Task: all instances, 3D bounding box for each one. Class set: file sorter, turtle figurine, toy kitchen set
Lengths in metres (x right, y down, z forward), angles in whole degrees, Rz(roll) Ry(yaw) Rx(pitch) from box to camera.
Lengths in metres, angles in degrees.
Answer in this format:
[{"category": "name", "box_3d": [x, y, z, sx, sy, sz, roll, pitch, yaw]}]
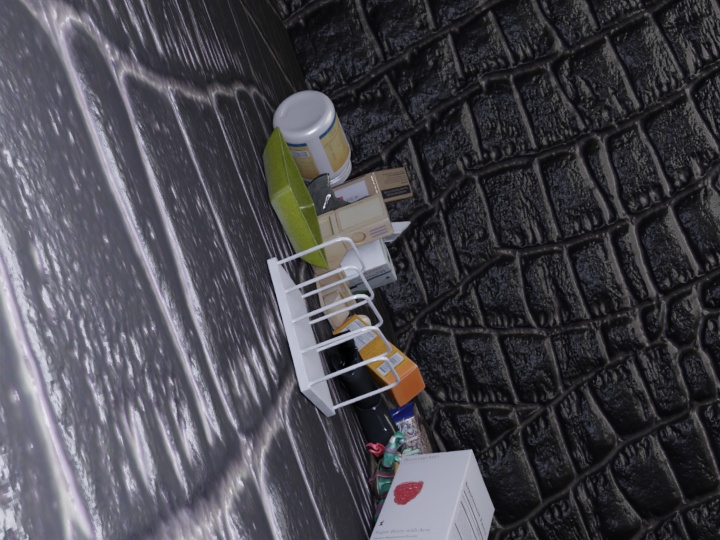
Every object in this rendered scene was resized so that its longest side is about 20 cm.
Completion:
[{"category": "file sorter", "box_3d": [-0.034, 0.078, 1.114, 0.139, 0.123, 0.202, 61, 11, -63]}, {"category": "turtle figurine", "box_3d": [0.064, 0.351, 1.294, 0.150, 0.100, 0.201, 52, 27, -23]}, {"category": "toy kitchen set", "box_3d": [0.000, 0.000, 1.539, 0.201, 0.179, 0.164, 64, 8, -45]}]

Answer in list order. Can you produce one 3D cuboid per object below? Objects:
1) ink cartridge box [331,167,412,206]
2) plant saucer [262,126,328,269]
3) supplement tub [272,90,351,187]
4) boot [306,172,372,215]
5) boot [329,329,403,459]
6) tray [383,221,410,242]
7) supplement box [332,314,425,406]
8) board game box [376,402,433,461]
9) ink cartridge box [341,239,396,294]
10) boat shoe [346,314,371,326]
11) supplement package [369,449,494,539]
[{"category": "ink cartridge box", "box_3d": [-0.007, -0.161, 1.758, 0.164, 0.199, 0.076, -23, 95, -59]}, {"category": "plant saucer", "box_3d": [-0.123, -0.123, 1.415, 0.201, 0.047, 0.201, -105, 173, -48]}, {"category": "supplement tub", "box_3d": [-0.104, -0.291, 1.796, 0.201, 0.143, 0.146, 65, 6, -53]}, {"category": "boot", "box_3d": [-0.057, -0.144, 1.620, 0.067, 0.199, 0.132, -4, 72, -48]}, {"category": "boot", "box_3d": [0.010, 0.219, 1.368, 0.165, 0.065, 0.201, 57, -11, 41]}, {"category": "tray", "box_3d": [0.005, -0.079, 1.752, 0.107, 0.198, 0.022, 135, -51, -72]}, {"category": "supplement box", "box_3d": [0.032, 0.164, 1.465, 0.200, 0.069, 0.067, 40, -20, 47]}, {"category": "board game box", "box_3d": [0.097, 0.384, 1.567, 0.159, 0.096, 0.202, -15, 85, -86]}, {"category": "ink cartridge box", "box_3d": [-0.006, -0.010, 1.761, 0.200, 0.145, 0.084, 50, 21, -75]}, {"category": "boat shoe", "box_3d": [0.009, 0.165, 1.694, 0.201, 0.071, 0.065, 70, 15, -57]}, {"category": "supplement package", "box_3d": [0.104, 0.370, 1.126, 0.121, 0.120, 0.200, 68, 27, -20]}]
